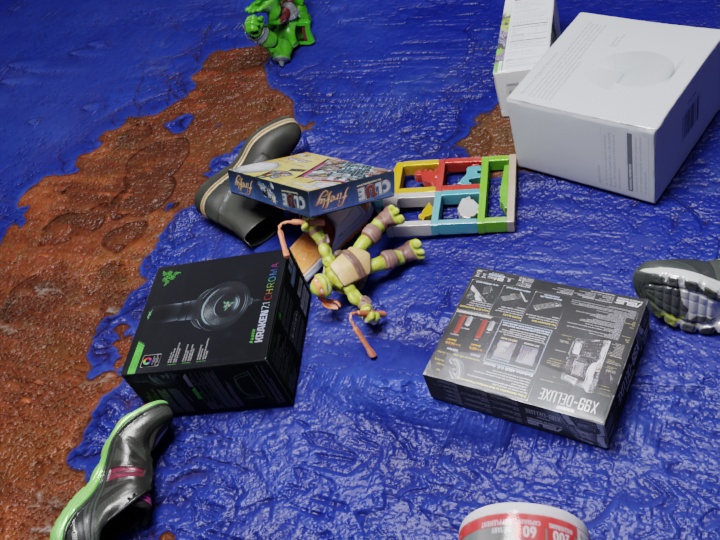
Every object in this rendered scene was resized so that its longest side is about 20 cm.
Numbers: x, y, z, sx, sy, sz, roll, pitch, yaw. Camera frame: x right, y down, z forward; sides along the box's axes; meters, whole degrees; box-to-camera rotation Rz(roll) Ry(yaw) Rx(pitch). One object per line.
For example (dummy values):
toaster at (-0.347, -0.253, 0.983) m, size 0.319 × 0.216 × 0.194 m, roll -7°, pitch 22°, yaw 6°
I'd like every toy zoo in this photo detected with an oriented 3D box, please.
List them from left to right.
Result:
toy zoo at (0.109, -0.100, 1.054) m, size 0.198 × 0.021 × 0.132 m, roll -1°, pitch 48°, yaw 16°

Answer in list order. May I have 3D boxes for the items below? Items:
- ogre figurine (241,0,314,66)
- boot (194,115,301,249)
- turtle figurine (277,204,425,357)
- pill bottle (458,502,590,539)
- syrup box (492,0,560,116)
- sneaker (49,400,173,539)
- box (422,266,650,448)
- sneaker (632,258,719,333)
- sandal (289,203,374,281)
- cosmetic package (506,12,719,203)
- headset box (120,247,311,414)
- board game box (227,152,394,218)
ogre figurine at (-0.143, -0.460, 1.430) m, size 0.097 × 0.120 × 0.201 m, roll -14°, pitch 44°, yaw 15°
boot at (-0.131, -0.126, 1.155) m, size 0.200 × 0.078 × 0.138 m, roll -48°, pitch 53°, yaw -7°
turtle figurine at (0.000, 0.000, 0.971) m, size 0.161 × 0.064 × 0.201 m, roll -31°, pitch 76°, yaw -22°
pill bottle at (0.129, 0.299, 0.614) m, size 0.113 × 0.114 × 0.201 m, roll -6°, pitch 47°, yaw 17°
syrup box at (0.253, -0.328, 1.175) m, size 0.081 × 0.079 × 0.201 m, roll -3°, pitch 48°, yaw 20°
sneaker at (-0.257, 0.238, 0.868) m, size 0.083 × 0.077 × 0.201 m, roll 17°, pitch 59°, yaw 13°
box at (0.188, 0.085, 0.836) m, size 0.199 × 0.050 × 0.158 m, roll 11°, pitch 54°, yaw 30°
sneaker at (0.387, 0.018, 0.813) m, size 0.198 × 0.075 × 0.085 m, roll 13°, pitch 48°, yaw 20°
sandal at (-0.055, -0.059, 1.061) m, size 0.079 × 0.059 × 0.207 m, roll 18°, pitch 57°, yaw 34°
cosmetic package at (0.328, -0.216, 1.009) m, size 0.199 × 0.123 × 0.200 m, roll 24°, pitch 61°, yaw 35°
headset box at (-0.176, 0.076, 0.960) m, size 0.198 × 0.093 × 0.175 m, roll -7°, pitch 46°, yaw 16°
board game box at (-0.068, -0.117, 1.036) m, size 0.135 × 0.035 × 0.199 m, roll -18°, pitch 24°, yaw -33°
